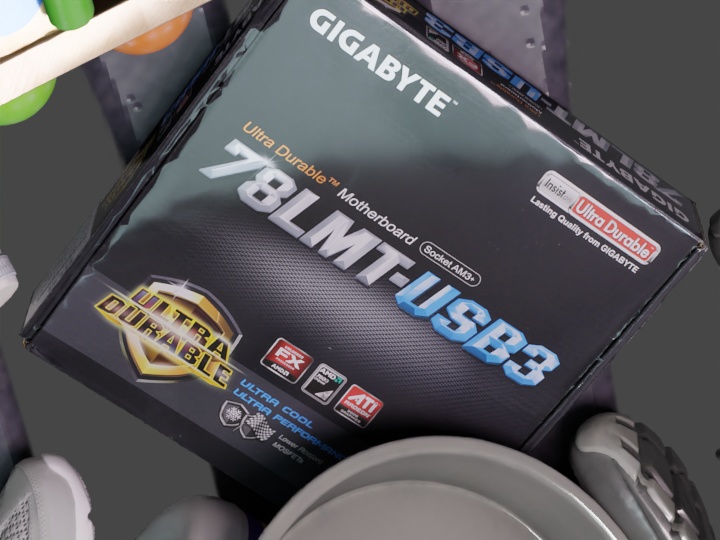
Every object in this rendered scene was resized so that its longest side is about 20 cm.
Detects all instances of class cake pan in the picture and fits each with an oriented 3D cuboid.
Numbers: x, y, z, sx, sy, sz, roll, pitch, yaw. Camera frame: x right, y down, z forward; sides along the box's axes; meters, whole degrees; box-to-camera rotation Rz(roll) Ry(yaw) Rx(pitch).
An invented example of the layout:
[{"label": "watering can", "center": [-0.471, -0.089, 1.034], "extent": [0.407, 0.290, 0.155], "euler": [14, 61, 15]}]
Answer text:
[{"label": "cake pan", "center": [0.031, 0.166, 0.908], "extent": [0.200, 0.201, 0.037], "euler": [32, 156, -14]}]

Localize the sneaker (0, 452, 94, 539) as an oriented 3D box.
[{"label": "sneaker", "center": [-0.175, 0.164, 0.969], "extent": [0.082, 0.075, 0.201], "euler": [27, 88, -27]}]

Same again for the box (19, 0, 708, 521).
[{"label": "box", "center": [0.000, 0.000, 0.935], "extent": [0.200, 0.050, 0.199], "euler": [34, 113, -15]}]

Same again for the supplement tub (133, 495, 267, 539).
[{"label": "supplement tub", "center": [-0.023, 0.201, 0.978], "extent": [0.199, 0.146, 0.146], "euler": [32, 112, -14]}]

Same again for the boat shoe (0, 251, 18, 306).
[{"label": "boat shoe", "center": [-0.229, 0.033, 0.947], "extent": [0.200, 0.072, 0.069], "euler": [-35, 86, 26]}]

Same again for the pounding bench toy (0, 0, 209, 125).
[{"label": "pounding bench toy", "center": [-0.117, -0.128, 0.772], "extent": [0.124, 0.200, 0.157], "euler": [-27, 114, -10]}]

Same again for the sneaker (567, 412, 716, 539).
[{"label": "sneaker", "center": [0.127, 0.151, 0.991], "extent": [0.079, 0.076, 0.201], "euler": [-24, 113, 15]}]

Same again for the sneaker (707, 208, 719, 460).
[{"label": "sneaker", "center": [0.176, 0.064, 0.950], "extent": [0.079, 0.074, 0.201], "euler": [-18, 115, 15]}]
